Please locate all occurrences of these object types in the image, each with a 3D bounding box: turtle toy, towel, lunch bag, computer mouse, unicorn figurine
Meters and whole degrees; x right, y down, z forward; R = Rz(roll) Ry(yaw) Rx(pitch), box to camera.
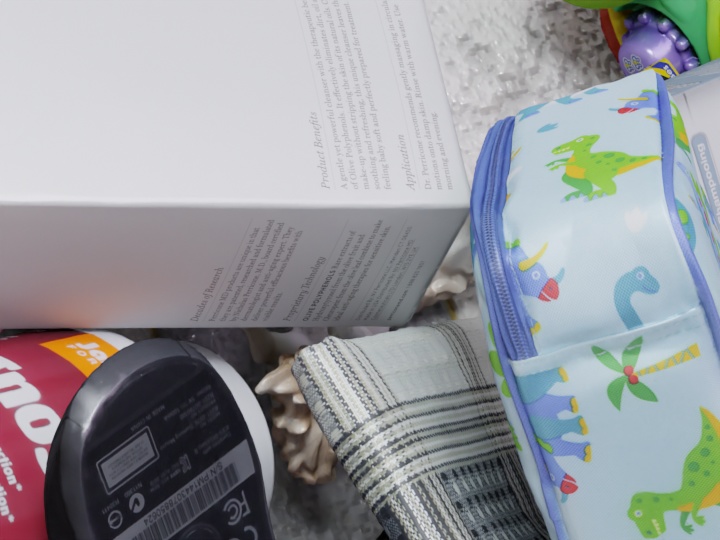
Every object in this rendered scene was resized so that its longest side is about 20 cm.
[{"bbox_3d":[0.150,-0.135,1.179,0.200,0.101,0.147,32,42,-55],"label":"turtle toy"},{"bbox_3d":[0.066,0.103,0.911,0.193,0.034,0.200,58,16,12],"label":"towel"},{"bbox_3d":[0.097,0.044,0.852,0.161,0.082,0.201,-76,148,-67],"label":"lunch bag"},{"bbox_3d":[-0.073,0.129,0.799,0.140,0.046,0.201,-41,121,-33],"label":"computer mouse"},{"bbox_3d":[0.000,0.000,1.016,0.201,0.073,0.138,-57,142,-32],"label":"unicorn figurine"}]

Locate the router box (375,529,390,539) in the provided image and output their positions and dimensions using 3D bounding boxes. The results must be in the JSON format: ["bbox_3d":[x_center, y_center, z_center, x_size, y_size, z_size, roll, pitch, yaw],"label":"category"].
[{"bbox_3d":[0.071,0.176,0.933,0.201,0.052,0.157,54,16,-1],"label":"router box"}]

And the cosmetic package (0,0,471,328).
[{"bbox_3d":[-0.073,-0.044,0.878,0.198,0.085,0.108,0,58,-19],"label":"cosmetic package"}]

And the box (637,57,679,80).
[{"bbox_3d":[0.157,0.013,1.133,0.064,0.070,0.201,-33,85,-38],"label":"box"}]

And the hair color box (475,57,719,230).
[{"bbox_3d":[0.153,-0.033,1.056,0.199,0.060,0.100,-23,100,-30],"label":"hair color box"}]

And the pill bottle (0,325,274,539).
[{"bbox_3d":[-0.121,0.080,0.862,0.199,0.113,0.113,-14,72,-54],"label":"pill bottle"}]

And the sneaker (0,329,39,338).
[{"bbox_3d":[-0.081,-0.017,0.993,0.095,0.079,0.200,49,48,-16],"label":"sneaker"}]
